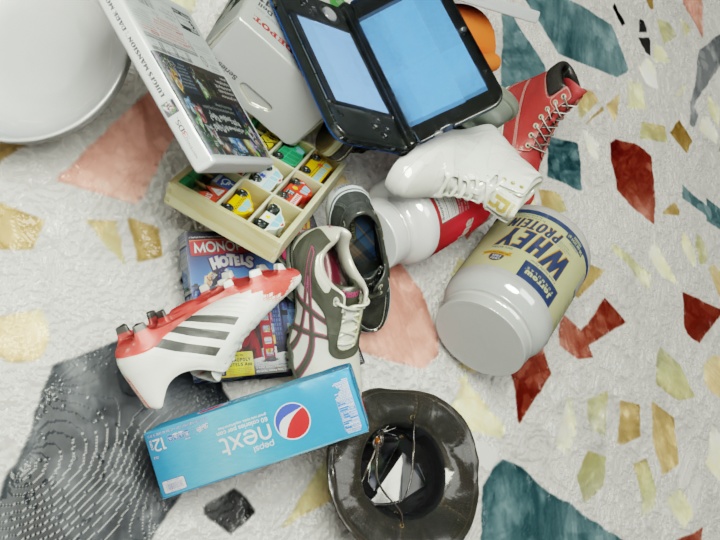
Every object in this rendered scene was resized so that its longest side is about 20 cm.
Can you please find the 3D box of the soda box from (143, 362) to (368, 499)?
[{"bbox_3d":[-0.094,0.148,0.764,0.199,0.068,0.064,-17,88,-1],"label":"soda box"}]

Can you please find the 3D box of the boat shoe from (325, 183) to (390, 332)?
[{"bbox_3d":[0.000,0.000,0.899,0.068,0.057,0.201,-18,128,-9],"label":"boat shoe"}]

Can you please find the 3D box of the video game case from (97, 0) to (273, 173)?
[{"bbox_3d":[-0.154,-0.171,0.733,0.182,0.023,0.200,60,10,-2],"label":"video game case"}]

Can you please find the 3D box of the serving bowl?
[{"bbox_3d":[-0.302,-0.209,0.744,0.199,0.066,0.201,0,86,-1],"label":"serving bowl"}]

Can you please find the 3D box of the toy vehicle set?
[{"bbox_3d":[-0.103,-0.094,0.849,0.124,0.027,0.200,29,35,1],"label":"toy vehicle set"}]

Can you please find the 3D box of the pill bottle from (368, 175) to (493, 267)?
[{"bbox_3d":[0.077,-0.076,1.003,0.200,0.112,0.113,-30,96,-39],"label":"pill bottle"}]

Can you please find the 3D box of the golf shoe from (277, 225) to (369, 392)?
[{"bbox_3d":[-0.031,0.053,0.820,0.077,0.088,0.201,-10,84,-41],"label":"golf shoe"}]

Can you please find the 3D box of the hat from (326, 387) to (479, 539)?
[{"bbox_3d":[0.035,0.229,0.904,0.200,0.081,0.202,12,64,-27],"label":"hat"}]

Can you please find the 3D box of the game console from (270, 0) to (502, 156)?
[{"bbox_3d":[0.026,-0.235,0.847,0.170,0.118,0.201,1,58,-50],"label":"game console"}]

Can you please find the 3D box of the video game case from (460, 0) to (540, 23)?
[{"bbox_3d":[0.126,-0.377,1.096,0.143,0.200,0.018,1,115,-38],"label":"video game case"}]

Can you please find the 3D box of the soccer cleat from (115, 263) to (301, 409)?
[{"bbox_3d":[-0.133,0.056,0.759,0.200,0.068,0.086,-28,105,-37],"label":"soccer cleat"}]

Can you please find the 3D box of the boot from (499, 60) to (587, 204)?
[{"bbox_3d":[0.261,-0.196,1.161,0.072,0.144,0.201,16,69,-35],"label":"boot"}]

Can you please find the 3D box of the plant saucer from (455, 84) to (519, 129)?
[{"bbox_3d":[0.095,-0.202,1.010,0.199,0.200,0.050,17,84,-33],"label":"plant saucer"}]

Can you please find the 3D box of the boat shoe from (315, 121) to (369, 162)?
[{"bbox_3d":[-0.004,-0.172,0.953,0.066,0.072,0.201,42,23,-17],"label":"boat shoe"}]

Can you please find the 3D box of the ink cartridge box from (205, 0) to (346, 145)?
[{"bbox_3d":[-0.084,-0.260,0.918,0.146,0.083,0.201,38,40,-24],"label":"ink cartridge box"}]

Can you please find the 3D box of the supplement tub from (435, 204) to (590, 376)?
[{"bbox_3d":[0.197,0.024,1.045,0.145,0.145,0.200,52,52,-14],"label":"supplement tub"}]

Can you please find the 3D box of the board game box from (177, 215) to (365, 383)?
[{"bbox_3d":[-0.104,0.014,0.870,0.199,0.062,0.201,0,76,-38],"label":"board game box"}]

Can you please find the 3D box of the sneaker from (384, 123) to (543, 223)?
[{"bbox_3d":[0.129,-0.102,0.919,0.199,0.074,0.116,-24,61,-38],"label":"sneaker"}]

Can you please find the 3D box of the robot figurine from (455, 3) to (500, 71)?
[{"bbox_3d":[0.103,-0.297,1.078,0.200,0.117,0.144,-22,79,-51],"label":"robot figurine"}]
